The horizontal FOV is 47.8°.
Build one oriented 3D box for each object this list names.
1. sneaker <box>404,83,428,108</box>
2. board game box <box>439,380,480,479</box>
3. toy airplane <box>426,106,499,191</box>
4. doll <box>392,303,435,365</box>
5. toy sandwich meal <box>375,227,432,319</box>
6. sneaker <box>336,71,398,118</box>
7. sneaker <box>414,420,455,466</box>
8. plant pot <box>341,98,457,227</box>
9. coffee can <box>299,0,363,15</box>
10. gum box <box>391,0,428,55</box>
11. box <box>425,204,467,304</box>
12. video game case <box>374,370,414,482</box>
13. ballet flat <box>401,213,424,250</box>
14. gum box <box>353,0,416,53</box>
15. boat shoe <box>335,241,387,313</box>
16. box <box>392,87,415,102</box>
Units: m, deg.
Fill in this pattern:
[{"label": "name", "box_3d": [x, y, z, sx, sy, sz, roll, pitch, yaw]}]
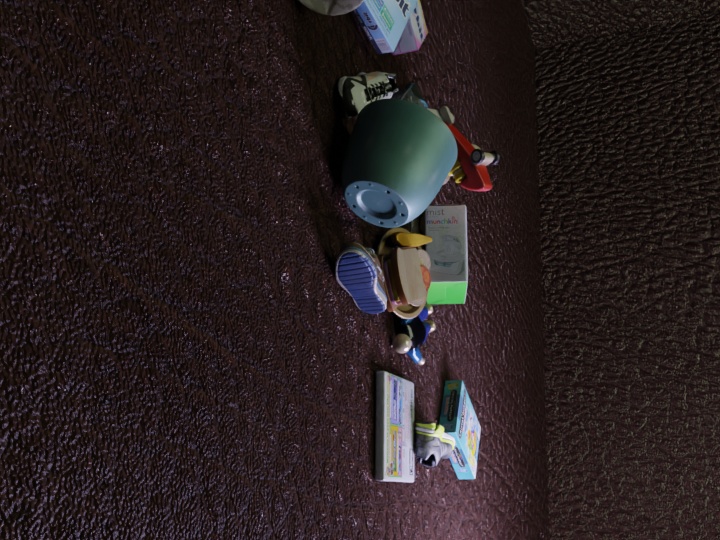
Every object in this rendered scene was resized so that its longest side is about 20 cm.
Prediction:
[{"label": "sneaker", "box_3d": [0.146, -0.342, 1.882, 0.201, 0.073, 0.082, 63, 29, -45]}, {"label": "board game box", "box_3d": [0.245, 0.391, 1.986, 0.152, 0.046, 0.201, -75, 151, -43]}, {"label": "toy airplane", "box_3d": [0.186, -0.250, 1.733, 0.199, 0.142, 0.200, 27, 31, -13]}, {"label": "doll", "box_3d": [0.114, 0.132, 1.710, 0.200, 0.048, 0.138, -30, 112, -68]}, {"label": "toy sandwich meal", "box_3d": [0.098, 0.002, 1.621, 0.204, 0.070, 0.207, 17, 68, -51]}, {"label": "sneaker", "box_3d": [0.015, -0.342, 1.535, 0.200, 0.079, 0.074, -54, 136, -58]}, {"label": "sneaker", "box_3d": [0.149, 0.376, 1.718, 0.200, 0.073, 0.082, 50, 52, -59]}, {"label": "plant pot", "box_3d": [0.055, -0.177, 1.453, 0.162, 0.199, 0.201, -64, 145, -30]}, {"label": "coffee can", "box_3d": [-0.034, -0.546, 1.363, 0.147, 0.145, 0.201, 64, 29, -42]}, {"label": "gum box", "box_3d": [0.086, -0.598, 1.801, 0.114, 0.066, 0.201, -66, 144, -51]}, {"label": "box", "box_3d": [0.194, -0.033, 1.826, 0.200, 0.096, 0.178, 70, 20, -74]}, {"label": "video game case", "box_3d": [0.068, 0.308, 1.583, 0.182, 0.022, 0.202, 34, 54, -64]}, {"label": "ballet flat", "box_3d": [0.107, -0.100, 1.772, 0.067, 0.046, 0.202, 23, 55, -42]}, {"label": "gum box", "box_3d": [0.049, -0.573, 1.634, 0.170, 0.044, 0.201, 50, 54, -45]}, {"label": "boat shoe", "box_3d": [0.000, 0.000, 1.433, 0.201, 0.071, 0.073, 70, 19, -56]}, {"label": "box", "box_3d": [0.105, -0.273, 1.757, 0.201, 0.048, 0.159, 66, 27, -22]}]
